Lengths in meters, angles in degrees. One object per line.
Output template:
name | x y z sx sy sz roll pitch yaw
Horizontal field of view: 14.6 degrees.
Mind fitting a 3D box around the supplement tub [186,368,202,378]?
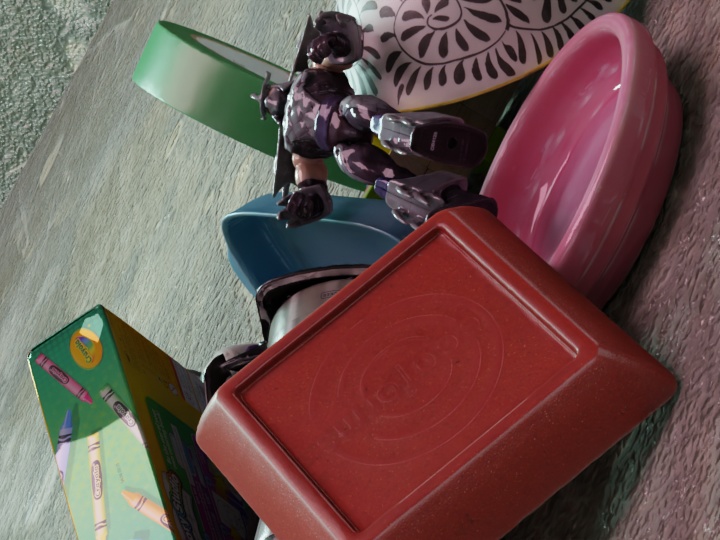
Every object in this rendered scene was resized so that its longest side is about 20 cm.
supplement tub | -0.136 0.174 2.020 0.200 0.107 0.107 -67 14 1

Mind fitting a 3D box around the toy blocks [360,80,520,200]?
toy blocks | 0.048 -0.081 1.813 0.200 0.100 0.137 -61 2 -23

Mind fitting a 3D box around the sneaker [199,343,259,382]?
sneaker | -0.035 0.133 1.680 0.081 0.083 0.200 130 131 -60

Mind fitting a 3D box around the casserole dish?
casserole dish | 0.000 0.000 1.719 0.200 0.121 0.039 8 50 47

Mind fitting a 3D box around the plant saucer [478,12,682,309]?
plant saucer | 0.119 -0.042 1.553 0.201 0.051 0.201 -59 15 26

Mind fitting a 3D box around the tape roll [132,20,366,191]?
tape roll | -0.065 -0.119 2.037 0.048 0.200 0.200 -65 14 6

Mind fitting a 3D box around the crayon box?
crayon box | -0.112 0.128 1.587 0.058 0.119 0.200 -33 48 14

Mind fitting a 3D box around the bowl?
bowl | 0.059 -0.185 1.692 0.201 0.094 0.201 -21 24 10

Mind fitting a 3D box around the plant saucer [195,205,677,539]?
plant saucer | 0.027 0.062 1.419 0.200 0.037 0.200 -39 42 -6

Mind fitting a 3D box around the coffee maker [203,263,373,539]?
coffee maker | 0.006 0.127 1.544 0.135 0.192 0.200 -19 43 23

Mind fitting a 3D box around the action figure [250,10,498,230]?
action figure | -0.004 -0.080 1.621 0.200 0.069 0.130 26 120 49
